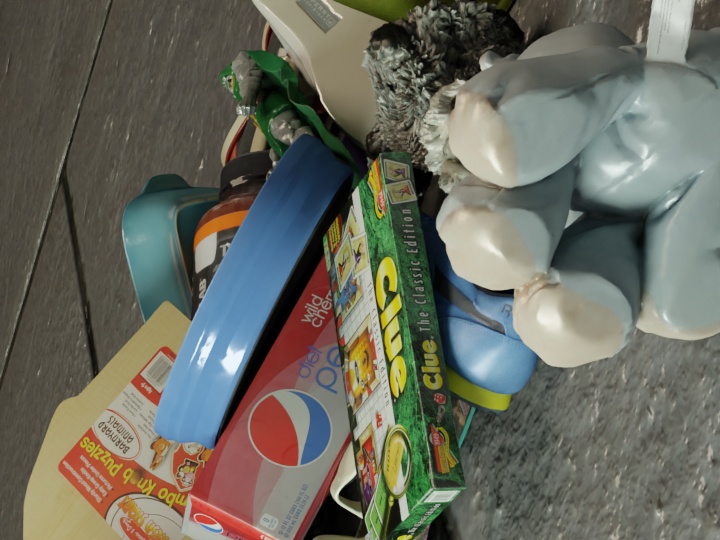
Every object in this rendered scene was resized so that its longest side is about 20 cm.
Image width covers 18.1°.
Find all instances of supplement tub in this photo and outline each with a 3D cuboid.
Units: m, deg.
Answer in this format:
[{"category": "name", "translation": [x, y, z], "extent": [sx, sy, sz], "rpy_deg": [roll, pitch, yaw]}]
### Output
[{"category": "supplement tub", "translation": [-0.064, 0.021, 1.544], "extent": [0.107, 0.107, 0.201], "rpy_deg": [131, 143, -56]}]

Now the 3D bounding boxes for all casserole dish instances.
[{"category": "casserole dish", "translation": [-0.104, 0.024, 1.615], "extent": [0.039, 0.121, 0.201], "rpy_deg": [-17, 87, 34]}]

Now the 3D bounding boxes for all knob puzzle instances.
[{"category": "knob puzzle", "translation": [-0.136, 0.141, 1.447], "extent": [0.219, 0.030, 0.220], "rpy_deg": [-16, 54, 24]}]

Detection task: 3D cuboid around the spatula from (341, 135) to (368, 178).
[{"category": "spatula", "translation": [0.000, 0.000, 1.501], "extent": [0.057, 0.020, 0.200], "rpy_deg": [125, 148, -52]}]

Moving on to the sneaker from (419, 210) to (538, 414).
[{"category": "sneaker", "translation": [0.059, 0.000, 1.280], "extent": [0.079, 0.066, 0.200], "rpy_deg": [-64, 25, 19]}]

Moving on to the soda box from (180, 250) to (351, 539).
[{"category": "soda box", "translation": [-0.031, 0.079, 1.347], "extent": [0.200, 0.070, 0.063], "rpy_deg": [-62, -6, -28]}]

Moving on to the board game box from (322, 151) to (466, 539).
[{"category": "board game box", "translation": [0.016, 0.046, 1.246], "extent": [0.105, 0.023, 0.200], "rpy_deg": [128, 139, -54]}]

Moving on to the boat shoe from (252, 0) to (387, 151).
[{"category": "boat shoe", "translation": [-0.011, -0.138, 1.497], "extent": [0.072, 0.069, 0.200], "rpy_deg": [-42, 60, -3]}]

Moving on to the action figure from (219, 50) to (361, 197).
[{"category": "action figure", "translation": [-0.050, -0.096, 1.510], "extent": [0.200, 0.055, 0.118], "rpy_deg": [51, 168, 55]}]

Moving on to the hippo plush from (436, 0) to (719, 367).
[{"category": "hippo plush", "translation": [0.096, -0.066, 1.054], "extent": [0.161, 0.159, 0.201], "rpy_deg": [-141, 62, -67]}]

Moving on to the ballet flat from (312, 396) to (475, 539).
[{"category": "ballet flat", "translation": [0.012, 0.144, 1.321], "extent": [0.069, 0.071, 0.201], "rpy_deg": [-141, 62, -63]}]

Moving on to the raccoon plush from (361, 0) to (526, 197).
[{"category": "raccoon plush", "translation": [0.063, -0.061, 1.306], "extent": [0.200, 0.096, 0.134], "rpy_deg": [87, 169, -58]}]

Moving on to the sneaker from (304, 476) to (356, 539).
[{"category": "sneaker", "translation": [-0.032, 0.134, 1.469], "extent": [0.200, 0.099, 0.071], "rpy_deg": [-27, 51, 28]}]

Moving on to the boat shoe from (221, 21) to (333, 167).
[{"category": "boat shoe", "translation": [-0.042, -0.125, 1.608], "extent": [0.200, 0.071, 0.063], "rpy_deg": [-63, 36, 31]}]

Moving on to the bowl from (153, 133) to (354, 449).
[{"category": "bowl", "translation": [-0.060, 0.016, 1.349], "extent": [0.201, 0.039, 0.201], "rpy_deg": [-63, -3, -6]}]

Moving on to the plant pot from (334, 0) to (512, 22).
[{"category": "plant pot", "translation": [-0.008, -0.250, 1.386], "extent": [0.200, 0.192, 0.201], "rpy_deg": [-171, 90, -71]}]
